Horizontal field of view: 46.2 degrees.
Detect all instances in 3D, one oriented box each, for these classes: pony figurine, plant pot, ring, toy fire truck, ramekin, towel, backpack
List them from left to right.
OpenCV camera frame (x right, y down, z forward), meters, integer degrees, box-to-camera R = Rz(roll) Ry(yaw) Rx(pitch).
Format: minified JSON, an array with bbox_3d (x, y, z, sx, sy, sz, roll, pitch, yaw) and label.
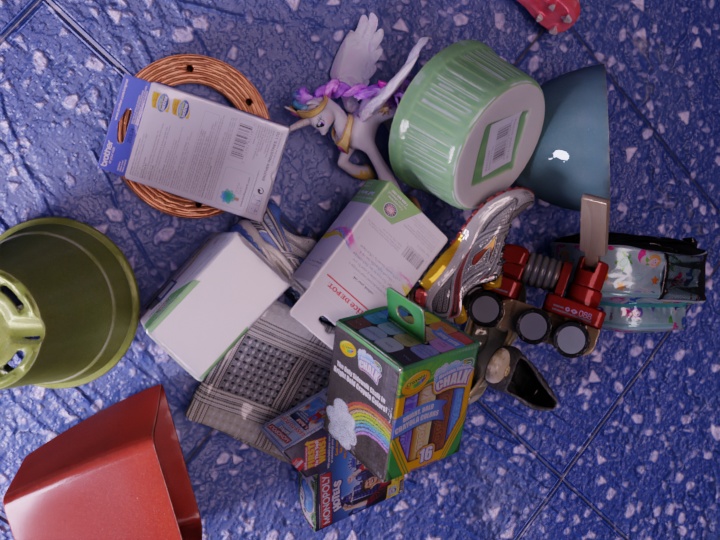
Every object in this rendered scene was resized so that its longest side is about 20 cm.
[{"bbox_3d":[-0.354,0.047,0.884,0.199,0.190,0.201,0,95,1],"label":"plant pot"},{"bbox_3d":[-0.294,0.272,0.976,0.176,0.200,0.200,-14,102,-8],"label":"plant pot"},{"bbox_3d":[-0.207,-0.165,1.045,0.200,0.019,0.201,-3,97,-23],"label":"ring"},{"bbox_3d":[-0.100,0.147,1.098,0.200,0.035,0.193,30,90,-28],"label":"towel"},{"bbox_3d":[0.017,-0.207,1.074,0.200,0.167,0.193,38,89,-37],"label":"pony figurine"},{"bbox_3d":[0.138,-0.173,1.050,0.200,0.098,0.200,-33,143,-29],"label":"ramekin"},{"bbox_3d":[0.244,-0.002,1.099,0.176,0.129,0.200,20,90,14],"label":"toy fire truck"},{"bbox_3d":[0.270,-0.176,1.161,0.134,0.200,0.201,-2,98,15],"label":"plant pot"},{"bbox_3d":[0.369,0.012,1.211,0.200,0.177,0.151,9,90,-28],"label":"backpack"}]

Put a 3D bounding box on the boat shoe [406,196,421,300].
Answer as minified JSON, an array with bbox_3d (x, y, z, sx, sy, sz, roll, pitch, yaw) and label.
[{"bbox_3d":[0.039,-0.001,1.134,0.070,0.070,0.201,1,96,-26],"label":"boat shoe"}]

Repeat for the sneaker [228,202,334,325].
[{"bbox_3d":[-0.072,-0.008,1.089,0.200,0.077,0.085,46,75,-20],"label":"sneaker"}]

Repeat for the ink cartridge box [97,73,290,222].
[{"bbox_3d":[-0.194,-0.145,0.997,0.200,0.042,0.120,17,101,-12],"label":"ink cartridge box"}]

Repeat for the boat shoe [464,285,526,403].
[{"bbox_3d":[0.178,0.096,1.194,0.073,0.063,0.201,28,90,12],"label":"boat shoe"}]

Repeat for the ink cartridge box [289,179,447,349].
[{"bbox_3d":[0.000,0.000,1.042,0.117,0.067,0.200,42,80,-25],"label":"ink cartridge box"}]

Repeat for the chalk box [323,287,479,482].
[{"bbox_3d":[0.048,0.117,0.985,0.124,0.125,0.200,-12,121,-37],"label":"chalk box"}]

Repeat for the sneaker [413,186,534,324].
[{"bbox_3d":[0.156,-0.019,1.066,0.082,0.078,0.200,38,91,15],"label":"sneaker"}]

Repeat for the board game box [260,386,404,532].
[{"bbox_3d":[-0.032,0.232,1.110,0.200,0.062,0.200,-14,119,-33],"label":"board game box"}]

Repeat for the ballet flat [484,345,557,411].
[{"bbox_3d":[0.229,0.152,1.191,0.200,0.057,0.067,31,88,-53],"label":"ballet flat"}]

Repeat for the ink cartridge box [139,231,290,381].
[{"bbox_3d":[-0.177,0.034,0.981,0.088,0.200,0.145,44,80,-13],"label":"ink cartridge box"}]

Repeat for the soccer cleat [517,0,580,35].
[{"bbox_3d":[0.229,-0.413,1.176,0.200,0.067,0.077,38,51,-16],"label":"soccer cleat"}]
